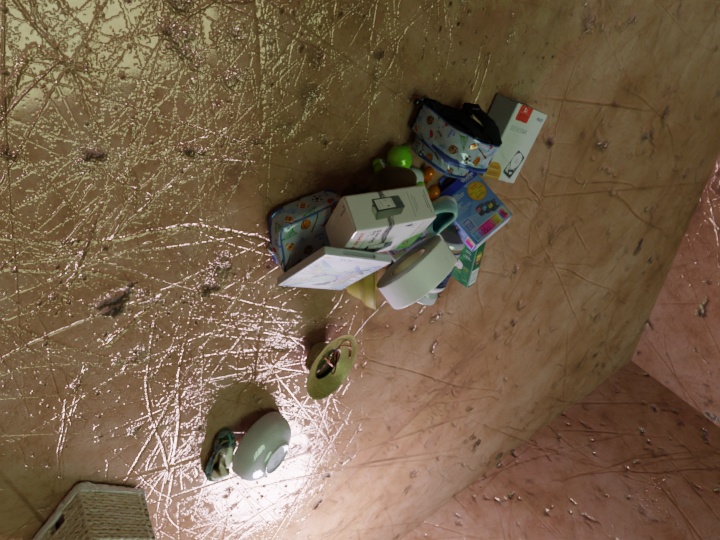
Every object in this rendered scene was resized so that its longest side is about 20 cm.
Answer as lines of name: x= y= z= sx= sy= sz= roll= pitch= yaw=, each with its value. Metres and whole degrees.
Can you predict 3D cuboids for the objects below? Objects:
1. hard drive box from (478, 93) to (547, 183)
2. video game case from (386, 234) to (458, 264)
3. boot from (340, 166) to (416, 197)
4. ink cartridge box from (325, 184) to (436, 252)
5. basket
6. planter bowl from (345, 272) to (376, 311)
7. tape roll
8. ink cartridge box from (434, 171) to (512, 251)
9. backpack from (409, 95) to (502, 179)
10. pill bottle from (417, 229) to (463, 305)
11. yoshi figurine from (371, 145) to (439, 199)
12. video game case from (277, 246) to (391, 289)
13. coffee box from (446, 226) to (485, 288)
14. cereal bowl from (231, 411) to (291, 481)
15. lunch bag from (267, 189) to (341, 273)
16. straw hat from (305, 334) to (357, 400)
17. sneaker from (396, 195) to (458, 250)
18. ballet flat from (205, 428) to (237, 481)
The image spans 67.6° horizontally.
hard drive box: x=0.391 y=-0.351 z=1.450 sx=0.154 sy=0.077 sz=0.203 roll=-1 pitch=122 yaw=-42
video game case: x=0.153 y=-0.055 z=1.424 sx=0.142 sy=0.018 sz=0.201 roll=-35 pitch=116 yaw=10
boot: x=0.068 y=-0.158 z=1.258 sx=0.197 sy=0.078 sz=0.155 roll=-19 pitch=147 yaw=27
ink cartridge box: x=0.040 y=-0.102 z=1.156 sx=0.196 sy=0.085 sz=0.146 roll=-12 pitch=161 yaw=-25
basket: x=-0.631 y=0.643 z=1.284 sx=0.199 sy=0.161 sz=0.199 roll=-49 pitch=139 yaw=5
planter bowl: x=0.000 y=0.000 z=1.348 sx=0.081 sy=0.202 sz=0.203 roll=0 pitch=131 yaw=2
tape roll: x=0.137 y=0.003 z=1.322 sx=0.202 sy=0.202 sz=0.071 roll=-40 pitch=99 yaw=-8
ink cartridge box: x=0.287 y=-0.173 z=1.439 sx=0.136 sy=0.201 sz=0.076 roll=-38 pitch=168 yaw=-9
backpack: x=0.223 y=-0.301 z=1.251 sx=0.197 sy=0.190 sz=0.156 roll=-7 pitch=127 yaw=-38
pill bottle: x=0.206 y=-0.011 z=1.530 sx=0.114 sy=0.116 sz=0.203 roll=-2 pitch=123 yaw=-40
yoshi figurine: x=0.118 y=-0.237 z=1.286 sx=0.198 sy=0.112 sz=0.114 roll=12 pitch=98 yaw=-43
video game case: x=-0.060 y=0.000 z=1.187 sx=0.180 sy=0.022 sz=0.199 roll=5 pitch=158 yaw=-38
coffee box: x=0.299 y=-0.063 z=1.563 sx=0.043 sy=0.123 sz=0.203 roll=-24 pitch=135 yaw=-31
cereal bowl: x=-0.262 y=0.506 z=1.515 sx=0.200 sy=0.082 sz=0.202 roll=-45 pitch=150 yaw=-34
lunch bag: x=-0.117 y=-0.083 z=1.219 sx=0.197 sy=0.076 sz=0.162 roll=-25 pitch=138 yaw=-25
straw hat: x=-0.103 y=0.248 z=1.490 sx=0.200 sy=0.084 sz=0.204 roll=-33 pitch=137 yaw=-36
sneaker: x=0.154 y=-0.110 z=1.337 sx=0.199 sy=0.082 sz=0.074 roll=-37 pitch=113 yaw=17
ballet flat: x=-0.383 y=0.531 z=1.484 sx=0.073 sy=0.074 sz=0.203 roll=-7 pitch=126 yaw=-37
